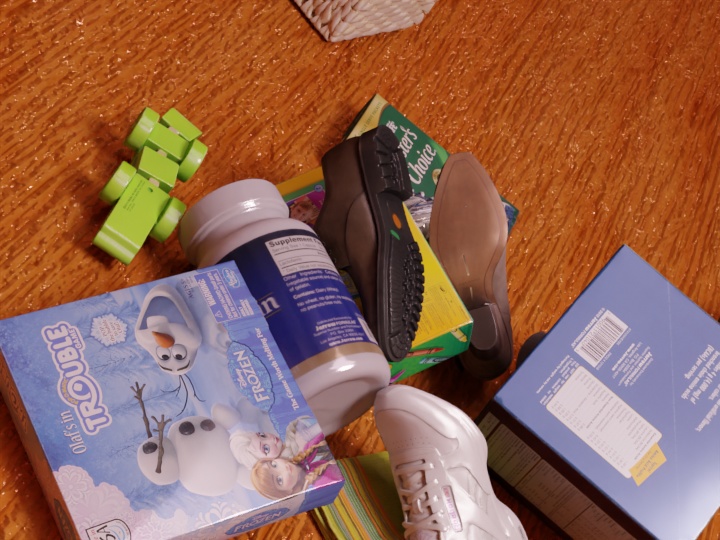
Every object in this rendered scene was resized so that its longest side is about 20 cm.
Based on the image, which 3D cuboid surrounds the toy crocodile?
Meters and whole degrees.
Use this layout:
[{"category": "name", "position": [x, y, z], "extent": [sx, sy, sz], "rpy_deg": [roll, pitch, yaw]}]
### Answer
[{"category": "toy crocodile", "position": [-0.181, -0.075, 1.302], "extent": [0.067, 0.062, 0.201], "rpy_deg": [32, 40, -15]}]

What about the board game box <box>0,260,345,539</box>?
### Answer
[{"category": "board game box", "position": [-0.141, 0.103, 1.099], "extent": [0.198, 0.043, 0.201], "rpy_deg": [-16, 62, -28]}]

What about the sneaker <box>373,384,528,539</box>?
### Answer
[{"category": "sneaker", "position": [0.066, 0.183, 1.209], "extent": [0.201, 0.075, 0.100], "rpy_deg": [59, 41, -11]}]

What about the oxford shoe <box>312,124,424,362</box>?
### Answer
[{"category": "oxford shoe", "position": [0.004, -0.015, 1.290], "extent": [0.073, 0.084, 0.201], "rpy_deg": [29, 50, -58]}]

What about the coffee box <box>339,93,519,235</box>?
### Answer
[{"category": "coffee box", "position": [0.065, -0.083, 1.565], "extent": [0.200, 0.044, 0.123], "rpy_deg": [39, 34, -5]}]

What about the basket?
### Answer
[{"category": "basket", "position": [0.019, -0.381, 1.710], "extent": [0.161, 0.198, 0.200], "rpy_deg": [53, 35, 12]}]

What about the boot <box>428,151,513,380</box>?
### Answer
[{"category": "boot", "position": [0.103, 0.001, 1.410], "extent": [0.146, 0.070, 0.202], "rpy_deg": [45, 41, -83]}]

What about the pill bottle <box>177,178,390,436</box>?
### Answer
[{"category": "pill bottle", "position": [-0.067, 0.031, 1.244], "extent": [0.115, 0.116, 0.201], "rpy_deg": [-1, 53, -46]}]

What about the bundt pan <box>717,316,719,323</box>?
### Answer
[{"category": "bundt pan", "position": [0.468, 0.119, 1.697], "extent": [0.201, 0.076, 0.202], "rpy_deg": [27, 22, -12]}]

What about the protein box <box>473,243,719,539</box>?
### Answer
[{"category": "protein box", "position": [0.231, 0.130, 1.330], "extent": [0.200, 0.135, 0.199], "rpy_deg": [40, 65, 7]}]

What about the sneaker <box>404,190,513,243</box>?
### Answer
[{"category": "sneaker", "position": [0.057, -0.048, 1.466], "extent": [0.199, 0.077, 0.085], "rpy_deg": [-11, 45, -30]}]

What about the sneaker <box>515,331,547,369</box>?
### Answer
[{"category": "sneaker", "position": [0.212, 0.150, 1.448], "extent": [0.080, 0.070, 0.201], "rpy_deg": [-5, 63, -54]}]

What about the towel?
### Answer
[{"category": "towel", "position": [0.034, 0.184, 1.265], "extent": [0.199, 0.018, 0.086], "rpy_deg": [-4, 56, -48]}]

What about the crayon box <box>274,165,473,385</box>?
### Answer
[{"category": "crayon box", "position": [0.000, 0.000, 1.344], "extent": [0.118, 0.058, 0.201], "rpy_deg": [-23, 65, -14]}]
